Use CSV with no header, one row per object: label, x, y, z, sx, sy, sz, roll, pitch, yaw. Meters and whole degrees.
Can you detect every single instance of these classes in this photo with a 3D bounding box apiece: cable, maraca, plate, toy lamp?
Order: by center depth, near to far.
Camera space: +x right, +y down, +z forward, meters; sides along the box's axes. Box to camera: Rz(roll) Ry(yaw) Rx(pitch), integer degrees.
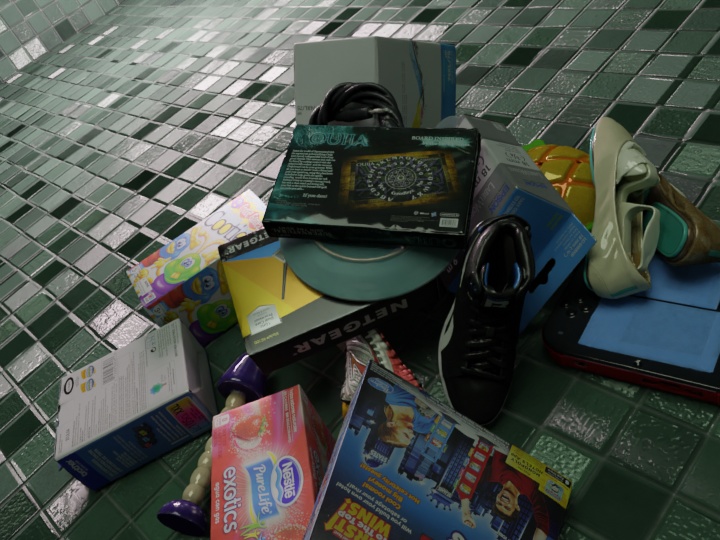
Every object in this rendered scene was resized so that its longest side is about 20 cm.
plate,0.010,-0.060,0.686,0.200,0.026,0.201,-5,57,8
toy lamp,-0.149,0.178,0.720,0.058,0.058,0.200,-5,46,25
maraca,0.208,-0.094,0.778,0.137,0.107,0.200,-32,39,-5
cable,-0.023,-0.140,0.853,0.200,0.051,0.163,-43,70,37

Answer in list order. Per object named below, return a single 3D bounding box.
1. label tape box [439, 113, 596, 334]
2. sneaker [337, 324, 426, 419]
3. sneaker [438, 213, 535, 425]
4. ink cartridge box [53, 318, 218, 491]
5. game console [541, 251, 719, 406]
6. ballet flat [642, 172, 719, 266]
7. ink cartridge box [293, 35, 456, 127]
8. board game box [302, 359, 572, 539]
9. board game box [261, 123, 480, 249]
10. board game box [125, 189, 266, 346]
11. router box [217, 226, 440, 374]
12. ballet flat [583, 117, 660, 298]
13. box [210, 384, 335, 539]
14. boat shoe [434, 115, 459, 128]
label tape box,0.137,-0.050,0.714,0.063,0.144,0.200,6,41,-31
sneaker,0.006,0.112,0.688,0.082,0.078,0.200,-33,39,-5
sneaker,0.111,0.046,0.603,0.073,0.112,0.200,6,88,5
ink cartridge box,-0.279,0.162,0.793,0.200,0.076,0.137,-26,38,-1
game console,0.294,0.038,0.646,0.200,0.031,0.177,12,53,37
ballet flat,0.322,-0.062,0.706,0.072,0.068,0.200,12,26,-12
ink cartridge box,0.024,-0.248,0.955,0.146,0.146,0.200,9,17,36
board game box,0.040,0.191,0.511,0.200,0.062,0.200,30,38,13
board game box,0.014,-0.088,0.671,0.200,0.028,0.135,5,58,15
board game box,-0.190,0.002,0.897,0.200,0.105,0.103,-36,40,-10
router box,-0.036,0.002,0.704,0.200,0.051,0.149,-23,55,-2
ballet flat,0.268,-0.069,0.668,0.069,0.069,0.200,-1,72,28
box,-0.068,0.218,0.594,0.094,0.103,0.200,-21,38,5
boat shoe,0.091,-0.102,0.884,0.202,0.086,0.075,-54,43,12
